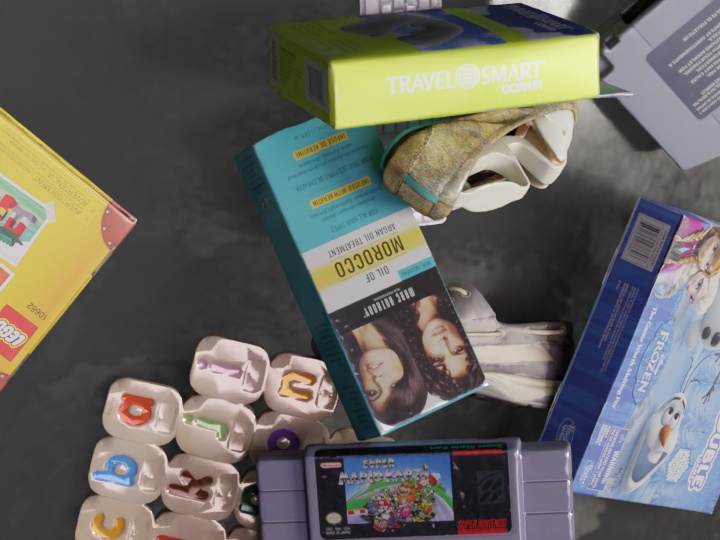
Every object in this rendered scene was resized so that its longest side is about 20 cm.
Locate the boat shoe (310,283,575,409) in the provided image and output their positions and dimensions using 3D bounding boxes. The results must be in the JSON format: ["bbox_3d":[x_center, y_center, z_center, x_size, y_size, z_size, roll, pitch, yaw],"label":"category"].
[{"bbox_3d":[0.057,0.046,1.669,0.200,0.074,0.073,12,83,-31],"label":"boat shoe"}]

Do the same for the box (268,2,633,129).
[{"bbox_3d":[0.055,-0.130,1.561,0.200,0.122,0.048,-7,108,-19],"label":"box"}]

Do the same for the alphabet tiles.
[{"bbox_3d":[-0.080,0.144,1.625,0.195,0.015,0.200,12,101,-9],"label":"alphabet tiles"}]

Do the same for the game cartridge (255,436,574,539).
[{"bbox_3d":[0.036,0.171,1.585,0.200,0.038,0.130,-3,106,6],"label":"game cartridge"}]

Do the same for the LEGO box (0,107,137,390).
[{"bbox_3d":[-0.256,-0.037,1.472,0.200,0.077,0.149,41,86,-31],"label":"LEGO box"}]

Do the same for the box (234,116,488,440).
[{"bbox_3d":[0.000,0.000,1.583,0.082,0.049,0.200,-24,90,-18],"label":"box"}]

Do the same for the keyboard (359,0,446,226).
[{"bbox_3d":[0.027,-0.123,1.625,0.056,0.011,0.200,-10,110,-23],"label":"keyboard"}]

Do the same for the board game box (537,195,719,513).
[{"bbox_3d":[0.218,0.063,1.722,0.199,0.043,0.200,13,101,-53],"label":"board game box"}]

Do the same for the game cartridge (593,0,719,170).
[{"bbox_3d":[0.262,-0.164,1.679,0.200,0.042,0.133,-39,121,12],"label":"game cartridge"}]

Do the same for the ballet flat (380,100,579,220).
[{"bbox_3d":[0.093,-0.075,1.601,0.200,0.071,0.071,-24,118,-47],"label":"ballet flat"}]
